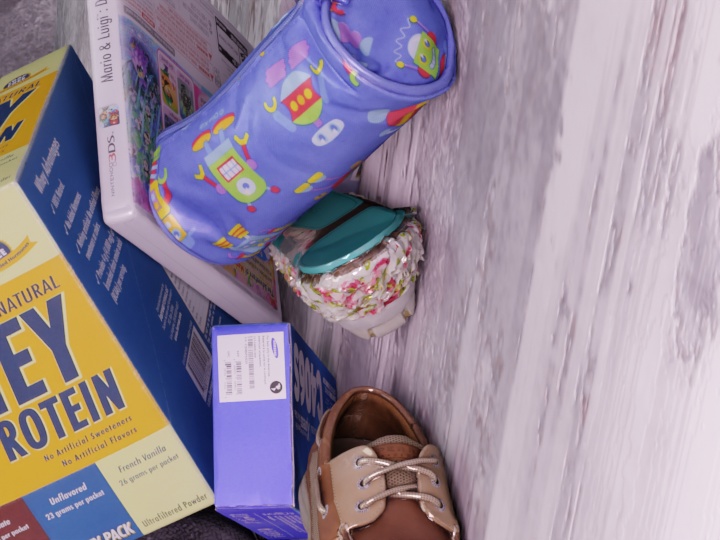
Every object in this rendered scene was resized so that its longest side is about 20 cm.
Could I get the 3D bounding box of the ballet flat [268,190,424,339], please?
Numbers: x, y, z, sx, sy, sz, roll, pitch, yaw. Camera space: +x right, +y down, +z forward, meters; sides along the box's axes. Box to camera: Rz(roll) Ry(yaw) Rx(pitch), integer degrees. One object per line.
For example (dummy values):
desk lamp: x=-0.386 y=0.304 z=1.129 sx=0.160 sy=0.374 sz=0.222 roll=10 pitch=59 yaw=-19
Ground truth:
ballet flat: x=0.000 y=0.000 z=1.252 sx=0.064 sy=0.075 sz=0.200 roll=62 pitch=178 yaw=-12

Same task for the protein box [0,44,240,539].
protein box: x=-0.172 y=0.023 z=1.302 sx=0.201 sy=0.134 sz=0.199 roll=59 pitch=-166 yaw=-21

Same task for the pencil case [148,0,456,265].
pencil case: x=-0.033 y=-0.078 z=1.212 sx=0.200 sy=0.087 sz=0.078 roll=-40 pitch=13 yaw=48

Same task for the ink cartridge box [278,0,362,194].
ink cartridge box: x=-0.022 y=-0.108 z=1.384 sx=0.120 sy=0.042 sz=0.201 roll=-104 pitch=21 yaw=-48

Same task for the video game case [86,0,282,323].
video game case: x=-0.098 y=-0.080 z=1.363 sx=0.200 sy=0.024 sz=0.183 roll=42 pitch=-141 yaw=-62

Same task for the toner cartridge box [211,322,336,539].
toner cartridge box: x=-0.044 y=0.090 z=1.320 sx=0.200 sy=0.043 sz=0.096 roll=60 pitch=-150 yaw=-78

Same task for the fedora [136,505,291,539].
fedora: x=-0.124 y=0.179 z=1.400 sx=0.092 sy=0.200 sz=0.202 roll=-179 pitch=90 yaw=-71

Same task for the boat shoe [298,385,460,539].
boat shoe: x=0.009 y=0.113 z=1.149 sx=0.200 sy=0.075 sz=0.072 roll=-122 pitch=38 yaw=-66
